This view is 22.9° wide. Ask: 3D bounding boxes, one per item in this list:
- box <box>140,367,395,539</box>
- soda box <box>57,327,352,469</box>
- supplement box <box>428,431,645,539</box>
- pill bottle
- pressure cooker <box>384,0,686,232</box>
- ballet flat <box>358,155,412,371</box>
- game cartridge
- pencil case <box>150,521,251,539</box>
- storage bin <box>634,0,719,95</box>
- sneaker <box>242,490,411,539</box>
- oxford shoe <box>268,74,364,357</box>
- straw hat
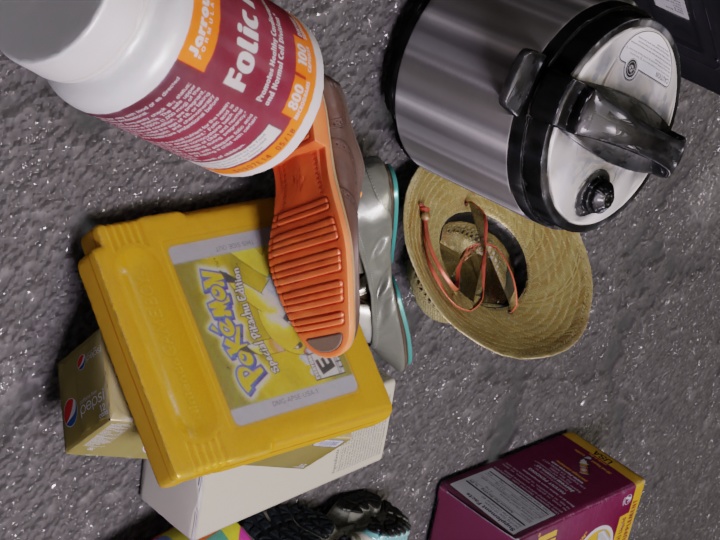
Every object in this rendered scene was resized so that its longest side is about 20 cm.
[{"bbox_3d":[-0.068,0.127,1.356,0.199,0.068,0.083,-16,127,-42],"label":"box"},{"bbox_3d":[-0.106,0.090,1.229,0.199,0.068,0.064,9,150,-38],"label":"soda box"},{"bbox_3d":[0.162,0.252,1.689,0.199,0.103,0.132,-16,127,-43],"label":"supplement box"},{"bbox_3d":[-0.119,-0.136,1.065,0.200,0.114,0.115,23,97,-54],"label":"pill bottle"},{"bbox_3d":[0.140,-0.123,1.304,0.175,0.199,0.180,-34,135,-31],"label":"pressure cooker"},{"bbox_3d":[0.000,0.000,1.364,0.063,0.068,0.201,-14,130,-10],"label":"ballet flat"},{"bbox_3d":[-0.083,0.041,1.206,0.199,0.177,0.032,-12,165,-46],"label":"game cartridge"},{"bbox_3d":[-0.167,0.246,1.316,0.199,0.088,0.089,-28,135,-35],"label":"pencil case"},{"bbox_3d":[0.273,-0.246,1.429,0.094,0.135,0.200,-48,143,-13],"label":"storage bin"},{"bbox_3d":[-0.036,0.247,1.476,0.199,0.077,0.087,-1,119,-49],"label":"sneaker"},{"bbox_3d":[-0.020,-0.042,1.227,0.073,0.071,0.202,-3,85,-52],"label":"oxford shoe"},{"bbox_3d":[0.085,-0.001,1.422,0.200,0.202,0.085,-13,164,-44],"label":"straw hat"}]
